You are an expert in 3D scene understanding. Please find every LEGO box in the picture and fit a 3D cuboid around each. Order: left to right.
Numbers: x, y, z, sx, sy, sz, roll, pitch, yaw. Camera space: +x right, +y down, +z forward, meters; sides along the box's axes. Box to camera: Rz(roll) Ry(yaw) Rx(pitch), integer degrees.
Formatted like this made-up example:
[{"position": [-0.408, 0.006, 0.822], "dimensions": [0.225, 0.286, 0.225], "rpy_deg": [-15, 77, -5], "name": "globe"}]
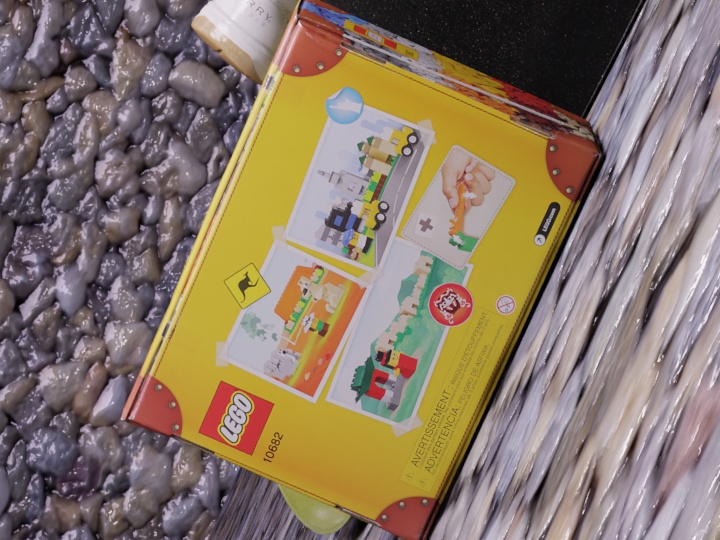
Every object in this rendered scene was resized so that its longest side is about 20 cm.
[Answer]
[{"position": [0.000, 0.000, 1.124], "dimensions": [0.077, 0.148, 0.201], "rpy_deg": [-82, 16, -77], "name": "LEGO box"}]

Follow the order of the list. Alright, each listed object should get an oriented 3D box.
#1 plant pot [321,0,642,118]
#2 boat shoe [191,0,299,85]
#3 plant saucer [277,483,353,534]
[{"position": [0.064, -0.200, 1.253], "dimensions": [0.200, 0.177, 0.200], "rpy_deg": [-73, 7, -58], "name": "plant pot"}, {"position": [-0.027, -0.134, 1.378], "dimensions": [0.069, 0.071, 0.200], "rpy_deg": [-51, -11, 9], "name": "boat shoe"}, {"position": [-0.021, 0.052, 1.444], "dimensions": [0.200, 0.031, 0.201], "rpy_deg": [174, 90, -68], "name": "plant saucer"}]
